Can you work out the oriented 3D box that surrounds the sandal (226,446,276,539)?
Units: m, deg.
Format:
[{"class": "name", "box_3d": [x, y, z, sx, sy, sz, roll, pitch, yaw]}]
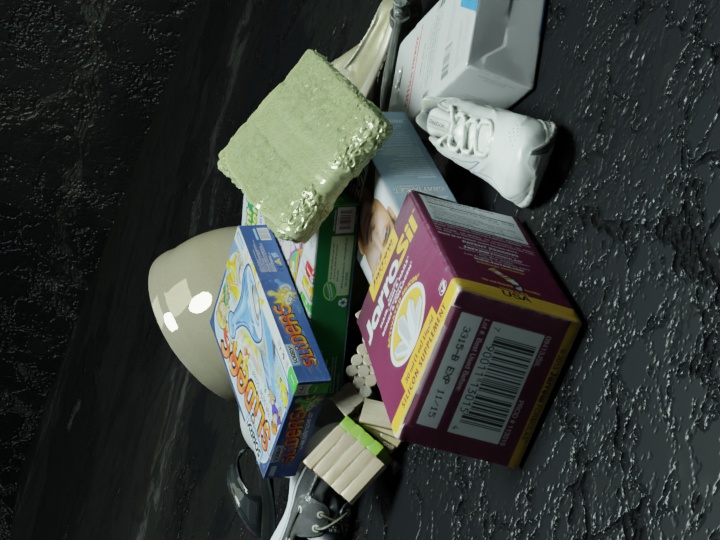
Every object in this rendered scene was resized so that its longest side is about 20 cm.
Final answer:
[{"class": "sandal", "box_3d": [-0.112, 0.245, 1.676, 0.075, 0.048, 0.201, 102, 163, -76]}]

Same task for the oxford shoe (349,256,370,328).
[{"class": "oxford shoe", "box_3d": [0.000, 0.000, 1.598, 0.200, 0.075, 0.071, 130, 153, -54]}]

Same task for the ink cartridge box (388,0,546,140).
[{"class": "ink cartridge box", "box_3d": [0.093, -0.189, 1.486, 0.200, 0.067, 0.116, 143, 140, -64]}]

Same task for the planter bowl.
[{"class": "planter bowl", "box_3d": [-0.118, 0.030, 1.807, 0.135, 0.200, 0.200, -35, 33, 23]}]

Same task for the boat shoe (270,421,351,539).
[{"class": "boat shoe", "box_3d": [-0.040, 0.238, 1.528, 0.200, 0.070, 0.066, -64, 36, 21]}]

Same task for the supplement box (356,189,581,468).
[{"class": "supplement box", "box_3d": [0.077, 0.039, 1.249, 0.200, 0.103, 0.131, -111, 39, -66]}]

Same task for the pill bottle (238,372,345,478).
[{"class": "pill bottle", "box_3d": [-0.069, 0.122, 1.647, 0.200, 0.111, 0.111, -102, 32, -58]}]

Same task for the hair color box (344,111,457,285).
[{"class": "hair color box", "box_3d": [0.035, -0.045, 1.439, 0.200, 0.061, 0.099, -116, 31, -46]}]

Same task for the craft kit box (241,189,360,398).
[{"class": "craft kit box", "box_3d": [-0.064, -0.010, 1.554, 0.198, 0.048, 0.200, -130, 41, -58]}]

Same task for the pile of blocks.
[{"class": "pile of blocks", "box_3d": [0.018, 0.118, 1.474, 0.062, 0.082, 0.200, 59, -132, -67]}]

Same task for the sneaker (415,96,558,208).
[{"class": "sneaker", "box_3d": [0.100, -0.104, 1.344, 0.200, 0.087, 0.075, -146, 75, -72]}]

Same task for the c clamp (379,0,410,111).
[{"class": "c clamp", "box_3d": [0.040, -0.204, 1.664, 0.200, 0.027, 0.171, 89, -172, -60]}]

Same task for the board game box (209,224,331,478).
[{"class": "board game box", "box_3d": [-0.087, 0.074, 1.520, 0.135, 0.034, 0.200, 110, 148, -40]}]

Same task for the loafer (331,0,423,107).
[{"class": "loafer", "box_3d": [0.005, -0.221, 1.772, 0.076, 0.068, 0.200, -27, -33, -56]}]

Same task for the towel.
[{"class": "towel", "box_3d": [-0.051, -0.113, 1.463, 0.148, 0.036, 0.200, -51, 33, 5]}]
